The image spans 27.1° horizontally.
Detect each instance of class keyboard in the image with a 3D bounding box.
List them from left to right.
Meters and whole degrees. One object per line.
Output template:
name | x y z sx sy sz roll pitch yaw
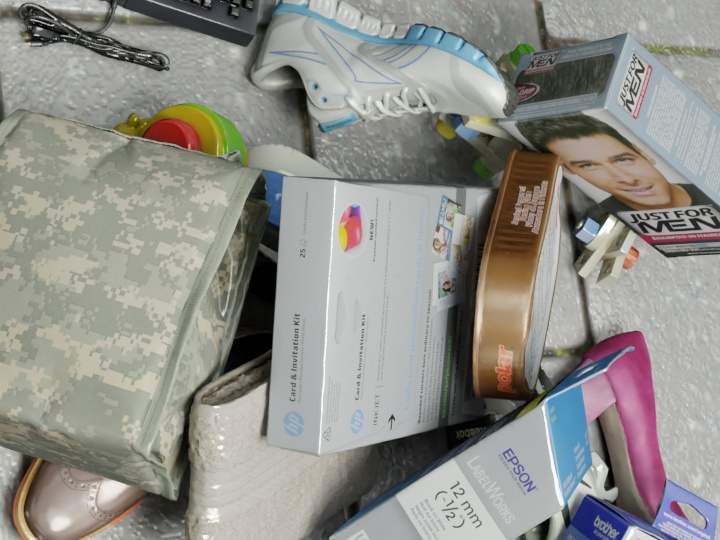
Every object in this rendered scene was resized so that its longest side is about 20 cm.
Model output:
keyboard | -0.162 -0.195 1.009 0.200 0.021 0.127 15 71 -24

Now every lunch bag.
lunch bag | -0.156 0.010 0.876 0.164 0.118 0.200 15 69 9

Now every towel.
towel | -0.040 0.107 0.918 0.200 0.034 0.133 -27 127 -55

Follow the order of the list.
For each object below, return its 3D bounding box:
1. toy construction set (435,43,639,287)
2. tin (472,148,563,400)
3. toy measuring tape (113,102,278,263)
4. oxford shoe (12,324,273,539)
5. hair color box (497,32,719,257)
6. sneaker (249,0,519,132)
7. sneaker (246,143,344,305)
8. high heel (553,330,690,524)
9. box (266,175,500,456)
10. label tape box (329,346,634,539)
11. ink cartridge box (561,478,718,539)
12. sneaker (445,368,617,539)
toy construction set | 0.150 -0.087 1.109 0.200 0.092 0.131 43 37 -22
tin | 0.106 0.002 0.978 0.042 0.112 0.200 8 39 9
toy measuring tape | -0.079 -0.057 0.945 0.200 0.074 0.074 27 58 25
oxford shoe | -0.130 0.096 0.922 0.200 0.073 0.071 -44 100 -29
hair color box | 0.200 -0.081 1.036 0.200 0.099 0.061 34 67 -33
sneaker | 0.012 -0.125 1.017 0.087 0.200 0.075 -62 151 -14
sneaker | -0.001 0.000 1.012 0.200 0.077 0.111 23 62 -17
high heel | 0.223 0.144 1.108 0.096 0.067 0.200 -32 81 -20
box | 0.019 0.023 0.912 0.200 0.041 0.156 -4 99 -59
label tape box | 0.093 0.128 0.936 0.066 0.200 0.143 59 15 5
ink cartridge box | 0.187 0.245 1.016 0.136 0.076 0.200 29 92 -20
sneaker | 0.095 0.114 1.040 0.200 0.074 0.089 51 58 -8
